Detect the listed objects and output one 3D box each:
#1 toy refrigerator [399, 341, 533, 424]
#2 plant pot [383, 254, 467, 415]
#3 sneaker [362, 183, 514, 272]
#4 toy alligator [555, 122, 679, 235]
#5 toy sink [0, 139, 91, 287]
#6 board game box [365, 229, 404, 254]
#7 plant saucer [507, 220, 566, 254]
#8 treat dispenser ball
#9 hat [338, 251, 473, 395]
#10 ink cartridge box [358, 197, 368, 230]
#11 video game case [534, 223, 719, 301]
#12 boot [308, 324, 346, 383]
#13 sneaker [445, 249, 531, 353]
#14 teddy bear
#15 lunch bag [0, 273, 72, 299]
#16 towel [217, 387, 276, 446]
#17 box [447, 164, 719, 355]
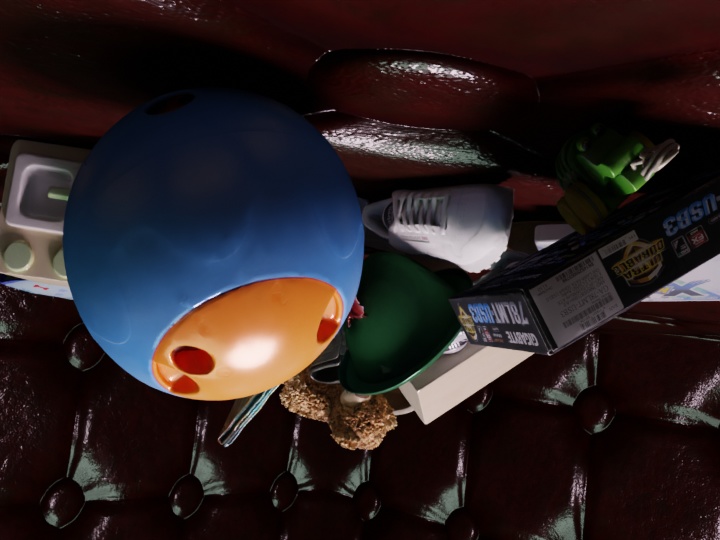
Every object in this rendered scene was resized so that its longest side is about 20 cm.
[{"bbox_3d":[0.133,0.082,0.954,0.070,0.198,0.077,50,166,37],"label":"toy refrigerator"},{"bbox_3d":[0.060,0.058,1.112,0.197,0.205,0.183,3,-157,36],"label":"plant pot"},{"bbox_3d":[0.070,-0.045,0.767,0.079,0.078,0.199,18,170,-21],"label":"sneaker"},{"bbox_3d":[0.152,-0.068,0.522,0.054,0.059,0.200,48,-179,8],"label":"toy alligator"},{"bbox_3d":[-0.294,-0.052,0.837,0.109,0.134,0.200,8,175,-5],"label":"toy sink"},{"bbox_3d":[-0.053,-0.046,1.077,0.197,0.036,0.125,2,173,43],"label":"board game box"},{"bbox_3d":[0.247,-0.021,0.952,0.195,0.036,0.200,8,175,1],"label":"plant saucer"},{"bbox_3d":[-0.095,-0.017,0.551,0.195,0.206,0.201,7,175,1],"label":"treat dispenser ball"},{"bbox_3d":[0.000,0.000,0.787,0.177,0.167,0.198,48,150,-21],"label":"hat"},{"bbox_3d":[-0.109,-0.049,0.862,0.197,0.088,0.146,13,172,-38],"label":"ink cartridge box"},{"bbox_3d":[0.291,-0.006,0.841,0.195,0.023,0.182,-1,159,24],"label":"video game case"},{"bbox_3d":[-0.040,0.073,0.977,0.197,0.133,0.068,-20,128,40],"label":"boot"},{"bbox_3d":[0.121,0.030,0.866,0.195,0.077,0.115,-8,157,5],"label":"sneaker"},{"bbox_3d":[-0.041,0.137,1.009,0.142,0.068,0.200,17,-167,-30],"label":"teddy bear"},{"bbox_3d":[-0.333,-0.034,1.068,0.195,0.131,0.169,-6,169,23],"label":"lunch bag"},{"bbox_3d":[-0.079,0.090,0.910,0.022,0.201,0.147,38,-165,-7],"label":"towel"},{"bbox_3d":[0.176,-0.009,0.595,0.195,0.051,0.200,-27,179,-8],"label":"box"}]
